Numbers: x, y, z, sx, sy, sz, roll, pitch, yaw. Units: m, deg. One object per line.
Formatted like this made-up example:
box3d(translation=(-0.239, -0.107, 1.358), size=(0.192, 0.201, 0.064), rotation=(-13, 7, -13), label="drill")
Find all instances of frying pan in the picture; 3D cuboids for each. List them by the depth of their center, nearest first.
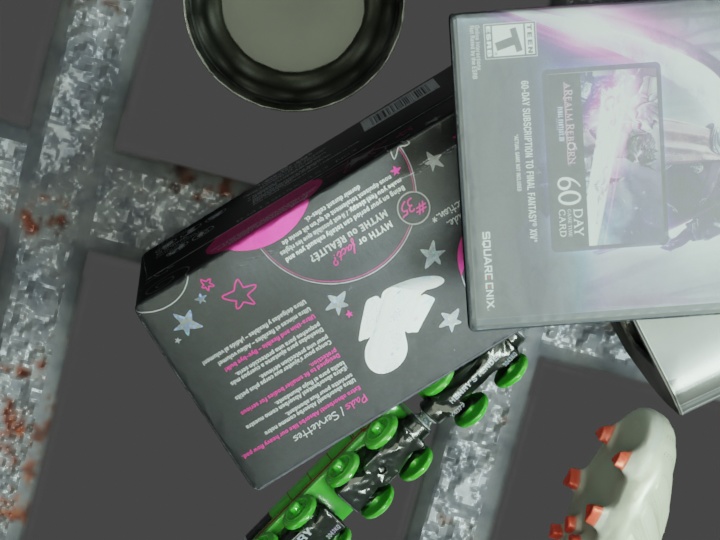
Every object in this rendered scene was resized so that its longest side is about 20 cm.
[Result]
box3d(translation=(-0.064, -0.163, 1.036), size=(0.190, 0.031, 0.115), rotation=(38, 94, -6), label="frying pan")

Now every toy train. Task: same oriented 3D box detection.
box3d(translation=(0.009, 0.095, 1.071), size=(0.200, 0.056, 0.042), rotation=(-44, 115, 3), label="toy train")

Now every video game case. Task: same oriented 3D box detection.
box3d(translation=(0.143, -0.050, 0.899), size=(0.199, 0.019, 0.143), rotation=(-4, 99, 2), label="video game case")

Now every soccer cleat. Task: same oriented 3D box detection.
box3d(translation=(0.138, 0.169, 1.092), size=(0.077, 0.069, 0.200), rotation=(16, 105, -12), label="soccer cleat")

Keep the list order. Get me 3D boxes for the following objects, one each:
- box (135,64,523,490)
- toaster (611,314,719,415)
box3d(translation=(0.000, 0.000, 1.016), size=(0.200, 0.132, 0.115), rotation=(-31, 103, 2), label="box")
box3d(translation=(0.165, -0.034, 1.002), size=(0.118, 0.181, 0.200), rotation=(-28, 99, 3), label="toaster")
